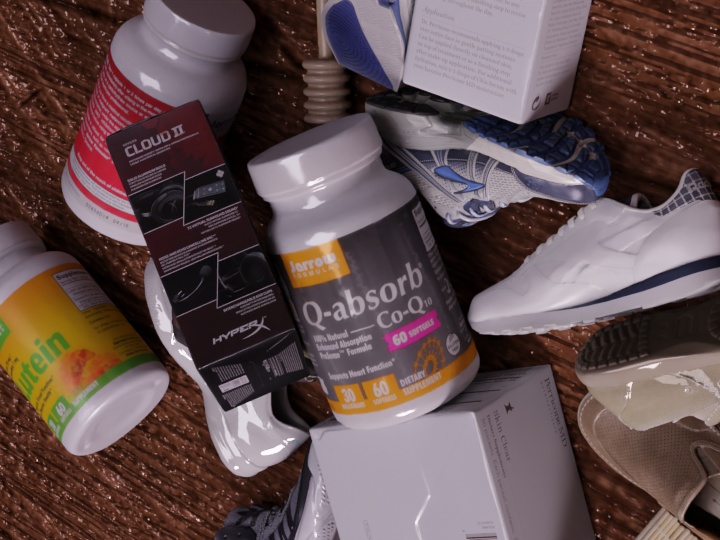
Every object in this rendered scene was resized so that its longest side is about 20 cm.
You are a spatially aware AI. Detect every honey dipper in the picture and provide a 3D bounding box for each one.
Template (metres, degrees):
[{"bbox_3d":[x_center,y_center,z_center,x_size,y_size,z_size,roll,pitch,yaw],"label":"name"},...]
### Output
[{"bbox_3d":[-0.027,-0.211,1.087,0.038,0.038,0.202,8,107,35],"label":"honey dipper"}]

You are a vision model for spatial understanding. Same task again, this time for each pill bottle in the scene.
[{"bbox_3d":[0.000,0.000,1.032,0.116,0.116,0.202,-12,106,39],"label":"pill bottle"},{"bbox_3d":[-0.271,0.055,1.303,0.200,0.111,0.111,48,126,15],"label":"pill bottle"},{"bbox_3d":[-0.157,-0.128,1.160,0.112,0.112,0.201,42,125,19],"label":"pill bottle"}]

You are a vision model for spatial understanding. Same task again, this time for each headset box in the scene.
[{"bbox_3d":[-0.111,-0.015,1.056,0.077,0.149,0.201,-21,73,-5],"label":"headset box"}]

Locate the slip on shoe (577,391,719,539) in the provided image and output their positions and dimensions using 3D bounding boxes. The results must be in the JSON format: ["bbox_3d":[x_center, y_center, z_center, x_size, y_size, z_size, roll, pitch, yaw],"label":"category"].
[{"bbox_3d":[0.227,0.142,0.985,0.199,0.060,0.077,36,122,23],"label":"slip on shoe"}]

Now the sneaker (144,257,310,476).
[{"bbox_3d":[-0.104,0.065,1.218,0.088,0.075,0.201,-28,90,24],"label":"sneaker"}]

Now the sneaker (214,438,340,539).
[{"bbox_3d":[-0.062,0.206,1.213,0.113,0.075,0.202,20,117,28],"label":"sneaker"}]

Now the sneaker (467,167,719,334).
[{"bbox_3d":[0.157,-0.005,0.995,0.199,0.076,0.081,-18,84,32],"label":"sneaker"}]

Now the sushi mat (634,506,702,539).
[{"bbox_3d":[0.179,0.267,0.998,0.096,0.012,0.200,42,82,4],"label":"sushi mat"}]

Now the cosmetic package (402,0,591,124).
[{"bbox_3d":[0.100,-0.211,0.966,0.101,0.071,0.202,24,117,30],"label":"cosmetic package"}]

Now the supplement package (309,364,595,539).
[{"bbox_3d":[0.076,0.187,1.081,0.155,0.111,0.202,-11,98,39],"label":"supplement package"}]

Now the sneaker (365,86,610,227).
[{"bbox_3d":[0.090,-0.071,1.026,0.199,0.077,0.086,21,124,40],"label":"sneaker"}]

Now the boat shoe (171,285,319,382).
[{"bbox_3d":[-0.058,0.055,1.156,0.199,0.072,0.066,17,129,10],"label":"boat shoe"}]

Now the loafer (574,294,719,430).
[{"bbox_3d":[0.239,0.057,0.945,0.198,0.076,0.069,-12,122,32],"label":"loafer"}]

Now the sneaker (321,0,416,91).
[{"bbox_3d":[0.031,-0.228,1.012,0.080,0.115,0.200,31,150,28],"label":"sneaker"}]
